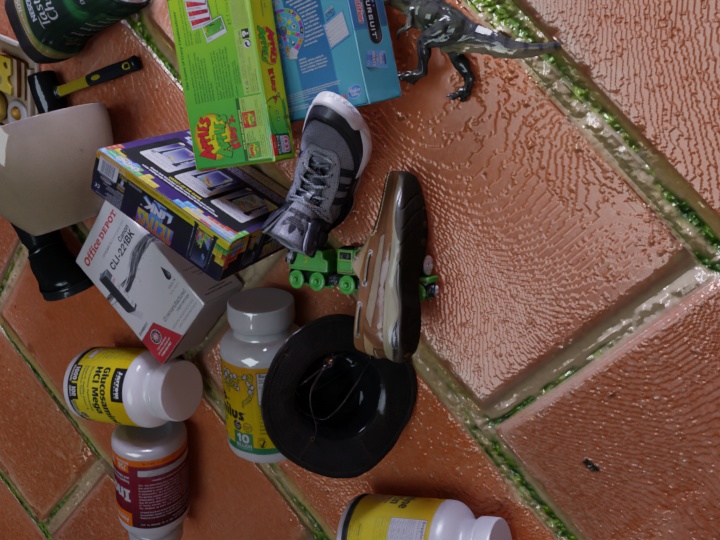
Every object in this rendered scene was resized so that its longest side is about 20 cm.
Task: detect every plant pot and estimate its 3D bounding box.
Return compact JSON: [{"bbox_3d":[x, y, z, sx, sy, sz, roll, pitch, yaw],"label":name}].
[{"bbox_3d":[-0.409,-0.125,0.915,0.198,0.200,0.136,-10,106,33],"label":"plant pot"}]

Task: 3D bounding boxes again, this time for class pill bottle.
[{"bbox_3d":[-0.334,0.172,1.027,0.198,0.112,0.114,-2,106,31],"label":"pill bottle"},{"bbox_3d":[-0.323,0.332,1.078,0.112,0.113,0.203,14,114,26],"label":"pill bottle"},{"bbox_3d":[-0.121,0.131,0.885,0.112,0.113,0.203,11,113,27],"label":"pill bottle"},{"bbox_3d":[0.077,0.334,0.841,0.198,0.112,0.113,-7,104,32],"label":"pill bottle"}]

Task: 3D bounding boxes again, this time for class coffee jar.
[{"bbox_3d":[-0.360,-0.341,0.873,0.198,0.085,0.105,-17,99,34],"label":"coffee jar"}]

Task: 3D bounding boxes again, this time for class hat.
[{"bbox_3d":[-0.035,0.145,0.833,0.081,0.199,0.203,12,118,63],"label":"hat"}]

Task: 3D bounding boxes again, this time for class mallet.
[{"bbox_3d":[-0.378,-0.267,0.944,0.198,0.041,0.067,-16,102,30],"label":"mallet"}]

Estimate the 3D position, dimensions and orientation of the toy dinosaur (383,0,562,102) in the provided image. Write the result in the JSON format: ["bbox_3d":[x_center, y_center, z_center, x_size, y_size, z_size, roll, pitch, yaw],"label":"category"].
[{"bbox_3d":[0.085,-0.218,0.678,0.198,0.047,0.089,29,113,15],"label":"toy dinosaur"}]

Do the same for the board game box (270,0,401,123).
[{"bbox_3d":[-0.041,-0.263,0.705,0.150,0.047,0.203,5,111,52],"label":"board game box"}]

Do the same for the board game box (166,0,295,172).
[{"bbox_3d":[-0.137,-0.212,0.730,0.100,0.048,0.203,-3,102,25],"label":"board game box"}]

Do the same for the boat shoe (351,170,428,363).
[{"bbox_3d":[0.024,-0.006,0.738,0.073,0.075,0.203,1,81,28],"label":"boat shoe"}]

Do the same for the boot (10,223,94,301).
[{"bbox_3d":[-0.465,-0.050,1.016,0.197,0.073,0.164,15,125,54],"label":"boot"}]

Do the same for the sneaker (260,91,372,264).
[{"bbox_3d":[-0.048,-0.083,0.722,0.075,0.114,0.201,27,150,9],"label":"sneaker"}]

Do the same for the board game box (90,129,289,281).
[{"bbox_3d":[-0.181,-0.085,0.810,0.199,0.165,0.057,34,120,16],"label":"board game box"}]

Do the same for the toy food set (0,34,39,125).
[{"bbox_3d":[-0.549,-0.257,1.032,0.142,0.060,0.202,24,119,22],"label":"toy food set"}]

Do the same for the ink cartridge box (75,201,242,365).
[{"bbox_3d":[-0.279,0.001,0.950,0.200,0.084,0.144,48,125,9],"label":"ink cartridge box"}]

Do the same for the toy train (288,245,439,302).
[{"bbox_3d":[0.000,0.000,0.811,0.198,0.042,0.057,5,98,28],"label":"toy train"}]
